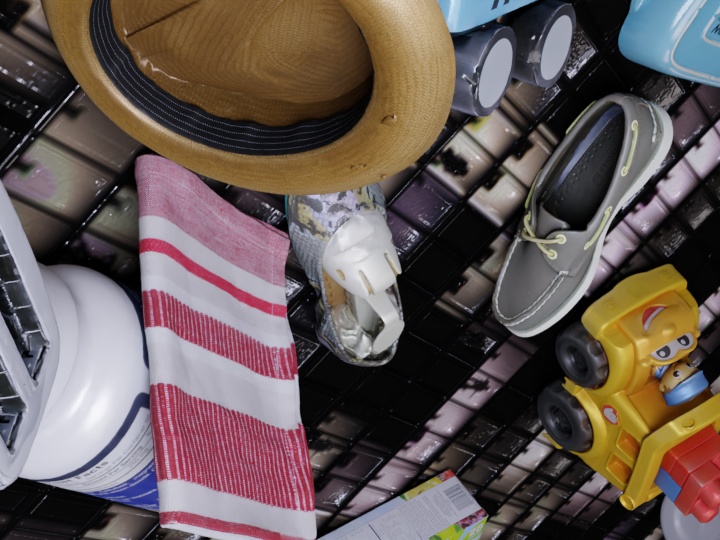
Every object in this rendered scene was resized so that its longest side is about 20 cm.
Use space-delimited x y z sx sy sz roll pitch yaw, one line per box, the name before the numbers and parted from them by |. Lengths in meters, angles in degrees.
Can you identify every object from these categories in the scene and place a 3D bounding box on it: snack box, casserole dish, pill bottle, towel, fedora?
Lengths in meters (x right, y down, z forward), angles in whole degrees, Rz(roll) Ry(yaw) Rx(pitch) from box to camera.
snack box | 0.010 0.293 1.230 0.200 0.068 0.169 -23 145 -30
casserole dish | 0.265 -0.185 0.951 0.200 0.039 0.121 3 127 -48
pill bottle | -0.145 0.063 0.724 0.116 0.116 0.200 -45 149 6
towel | -0.072 0.049 0.727 0.023 0.201 0.144 -17 157 22
pill bottle | 0.500 0.322 1.764 0.200 0.120 0.120 -1 130 -48
fedora | -0.046 -0.120 0.595 0.201 0.200 0.082 89 19 -52

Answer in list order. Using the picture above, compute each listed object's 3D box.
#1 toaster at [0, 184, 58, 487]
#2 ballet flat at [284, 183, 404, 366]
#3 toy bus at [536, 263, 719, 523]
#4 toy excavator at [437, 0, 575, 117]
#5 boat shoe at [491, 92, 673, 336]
toaster | -0.209 0.023 0.544 0.129 0.114 0.200 4 140 9
ballet flat | 0.000 0.000 0.855 0.072 0.072 0.201 -32 147 -15
toy bus | 0.273 0.126 1.199 0.135 0.192 0.200 -24 143 -25
toy excavator | 0.033 -0.179 0.636 0.194 0.100 0.201 -31 135 -49
boat shoe | 0.151 -0.041 0.973 0.060 0.072 0.202 11 115 -51
